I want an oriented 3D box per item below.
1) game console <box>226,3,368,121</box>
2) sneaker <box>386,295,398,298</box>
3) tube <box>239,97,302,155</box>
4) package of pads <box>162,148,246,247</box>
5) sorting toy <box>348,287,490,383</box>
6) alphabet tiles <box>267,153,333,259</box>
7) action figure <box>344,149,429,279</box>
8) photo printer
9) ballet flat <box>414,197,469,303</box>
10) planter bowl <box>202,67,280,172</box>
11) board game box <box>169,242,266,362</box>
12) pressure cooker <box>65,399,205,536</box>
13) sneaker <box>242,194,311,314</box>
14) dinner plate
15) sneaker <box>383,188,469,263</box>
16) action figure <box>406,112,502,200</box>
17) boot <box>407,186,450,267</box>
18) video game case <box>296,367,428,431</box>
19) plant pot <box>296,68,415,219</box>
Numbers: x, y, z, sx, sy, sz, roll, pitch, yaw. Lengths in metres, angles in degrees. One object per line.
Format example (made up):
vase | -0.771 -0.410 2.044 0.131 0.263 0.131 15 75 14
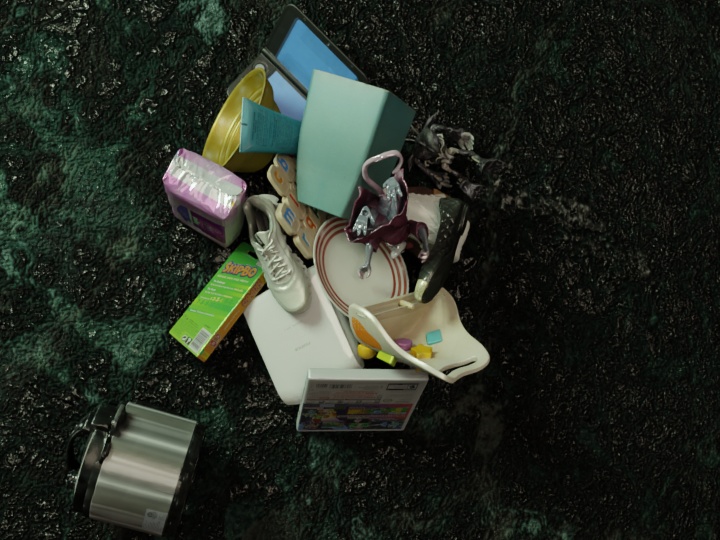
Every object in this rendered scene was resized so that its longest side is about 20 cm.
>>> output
game console | -0.115 -0.325 1.183 0.199 0.116 0.177 43 76 -2
sneaker | 0.035 0.068 1.177 0.193 0.078 0.078 -3 81 -12
tube | -0.128 -0.218 1.065 0.049 0.198 0.080 1 93 27
package of pads | -0.247 -0.113 1.080 0.118 0.200 0.077 31 75 -3
sorting toy | 0.102 0.114 1.037 0.196 0.178 0.110 -11 119 -42
alphabet tiles | -0.090 -0.114 1.133 0.197 0.014 0.203 55 30 -28
action figure | 0.038 -0.076 1.064 0.130 0.200 0.154 -12 76 15
photo printer | -0.094 0.115 1.124 0.163 0.069 0.205 -25 87 10
ballet flat | 0.126 -0.033 1.089 0.055 0.067 0.204 15 60 19
planter bowl | -0.187 -0.233 1.137 0.082 0.198 0.206 28 76 -32
board game box | -0.230 0.048 1.121 0.202 0.094 0.030 -55 139 -12
pressure cooker | -0.348 0.293 1.011 0.194 0.178 0.181 17 81 -9
sneaker | -0.138 -0.025 1.059 0.073 0.081 0.205 -23 86 7
dinner plate | 0.000 0.000 1.127 0.196 0.024 0.206 19 55 -28
sneaker | 0.105 -0.102 1.168 0.197 0.078 0.101 35 71 -4
action figure | 0.163 -0.208 1.234 0.199 0.101 0.121 41 107 35
boot | 0.090 -0.057 1.225 0.161 0.072 0.207 13 80 3
video game case | -0.002 0.216 1.102 0.193 0.185 0.024 2 51 -12
plant pot | -0.020 -0.193 1.084 0.138 0.141 0.206 20 97 22
